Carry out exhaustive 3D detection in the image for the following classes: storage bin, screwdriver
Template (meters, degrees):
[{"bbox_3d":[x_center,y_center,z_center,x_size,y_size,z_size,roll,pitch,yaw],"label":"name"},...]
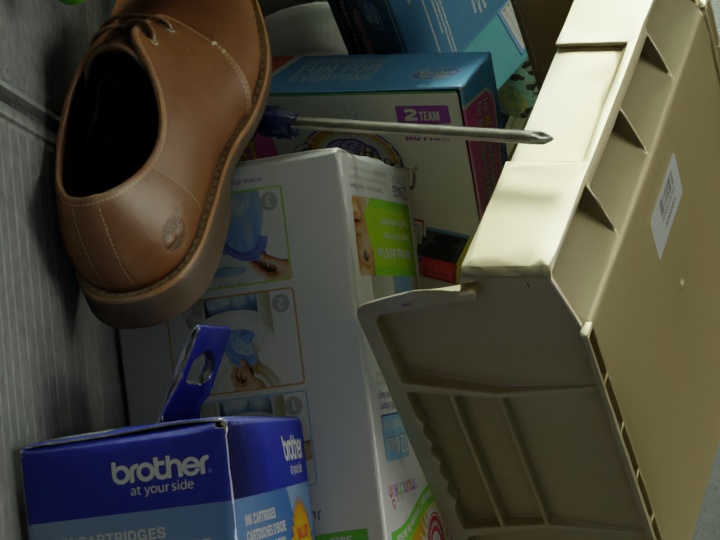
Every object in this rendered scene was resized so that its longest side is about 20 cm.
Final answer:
[{"bbox_3d":[0.094,0.004,0.845,0.201,0.093,0.199,-64,145,-38],"label":"storage bin"},{"bbox_3d":[-0.013,-0.054,0.791,0.028,0.199,0.029,-23,119,-54],"label":"screwdriver"}]

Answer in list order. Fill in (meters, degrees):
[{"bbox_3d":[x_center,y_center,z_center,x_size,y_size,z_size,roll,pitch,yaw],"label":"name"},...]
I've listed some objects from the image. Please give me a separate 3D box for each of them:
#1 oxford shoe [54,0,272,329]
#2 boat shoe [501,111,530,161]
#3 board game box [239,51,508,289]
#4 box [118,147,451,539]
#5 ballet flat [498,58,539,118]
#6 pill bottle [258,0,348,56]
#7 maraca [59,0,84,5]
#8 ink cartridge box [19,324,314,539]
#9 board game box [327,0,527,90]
[{"bbox_3d":[-0.078,-0.076,0.770,0.201,0.071,0.071,-88,162,-44],"label":"oxford shoe"},{"bbox_3d":[0.047,-0.066,1.081,0.202,0.066,0.072,-70,-168,-21],"label":"boat shoe"},{"bbox_3d":[0.000,0.000,0.927,0.040,0.152,0.201,-51,137,-53],"label":"board game box"},{"bbox_3d":[-0.029,0.060,0.824,0.112,0.101,0.201,4,79,-75],"label":"box"},{"bbox_3d":[0.054,-0.173,1.031,0.201,0.074,0.074,62,8,1],"label":"ballet flat"},{"bbox_3d":[-0.022,-0.177,1.094,0.110,0.109,0.201,67,17,-61],"label":"pill bottle"},{"bbox_3d":[-0.078,-0.171,0.747,0.200,0.106,0.138,-36,117,-55],"label":"maraca"},{"bbox_3d":[-0.059,0.122,0.700,0.136,0.076,0.201,19,62,-81],"label":"ink cartridge box"},{"bbox_3d":[0.066,-0.176,0.930,0.200,0.047,0.151,-48,145,-18],"label":"board game box"}]
